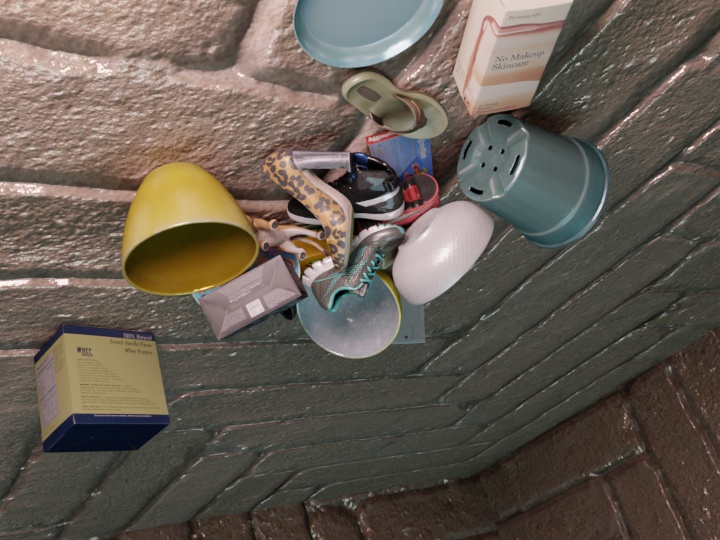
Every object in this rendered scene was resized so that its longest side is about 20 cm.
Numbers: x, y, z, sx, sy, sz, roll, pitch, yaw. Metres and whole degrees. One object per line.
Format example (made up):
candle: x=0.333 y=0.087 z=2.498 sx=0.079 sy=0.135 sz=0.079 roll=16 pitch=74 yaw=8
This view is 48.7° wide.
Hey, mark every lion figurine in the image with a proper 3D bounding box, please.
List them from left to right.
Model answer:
lion figurine: x=-0.155 y=-0.059 z=1.317 sx=0.122 sy=0.073 sz=0.199 roll=12 pitch=173 yaw=43

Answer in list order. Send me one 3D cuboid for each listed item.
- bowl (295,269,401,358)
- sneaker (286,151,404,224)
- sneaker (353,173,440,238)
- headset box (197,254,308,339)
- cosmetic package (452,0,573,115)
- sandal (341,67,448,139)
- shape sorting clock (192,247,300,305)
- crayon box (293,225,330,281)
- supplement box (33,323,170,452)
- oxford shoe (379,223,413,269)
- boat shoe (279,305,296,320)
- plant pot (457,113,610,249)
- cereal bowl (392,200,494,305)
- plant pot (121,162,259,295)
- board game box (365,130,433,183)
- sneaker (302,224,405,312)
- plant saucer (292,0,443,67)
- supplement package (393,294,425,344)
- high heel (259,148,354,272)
bowl: x=-0.010 y=0.052 z=1.479 sx=0.200 sy=0.200 sz=0.108 roll=-34 pitch=-169 yaw=29
sneaker: x=-0.032 y=-0.140 z=1.293 sx=0.198 sy=0.073 sz=0.112 roll=-2 pitch=131 yaw=12
sneaker: x=0.050 y=-0.094 z=1.380 sx=0.199 sy=0.074 sz=0.087 roll=-19 pitch=156 yaw=13
headset box: x=-0.170 y=0.045 z=1.311 sx=0.148 sy=0.075 sz=0.200 roll=-28 pitch=178 yaw=-1
cosmetic package: x=0.202 y=-0.315 z=1.088 sx=0.102 sy=0.088 sz=0.200 roll=-12 pitch=152 yaw=-11
sandal: x=0.052 y=-0.232 z=1.174 sx=0.200 sy=0.058 sz=0.080 roll=14 pitch=134 yaw=-42
shape sorting clock: x=-0.205 y=0.008 z=1.403 sx=0.198 sy=0.039 sz=0.201 roll=-3 pitch=121 yaw=-6
crayon box: x=-0.060 y=-0.024 z=1.508 sx=0.126 sy=0.051 sz=0.200 roll=-16 pitch=153 yaw=-5
supplement box: x=-0.500 y=0.229 z=1.533 sx=0.199 sy=0.201 sz=0.134 roll=11 pitch=141 yaw=-45
oxford shoe: x=0.082 y=-0.054 z=1.465 sx=0.070 sy=0.074 sz=0.199 roll=1 pitch=-165 yaw=42
boat shoe: x=-0.168 y=0.025 z=1.478 sx=0.073 sy=0.065 sz=0.200 roll=-17 pitch=142 yaw=26
plant pot: x=0.280 y=-0.160 z=1.336 sx=0.195 sy=0.201 sz=0.200 roll=19 pitch=136 yaw=-38
cereal bowl: x=0.124 y=-0.043 z=1.334 sx=0.083 sy=0.201 sz=0.200 roll=43 pitch=124 yaw=-13
plant pot: x=-0.263 y=-0.074 z=1.181 sx=0.198 sy=0.143 sz=0.200 roll=-15 pitch=154 yaw=-8
board game box: x=0.071 y=-0.176 z=1.340 sx=0.102 sy=0.020 sz=0.200 roll=-16 pitch=153 yaw=0
sneaker: x=0.000 y=0.000 z=1.338 sx=0.199 sy=0.092 sz=0.077 roll=-35 pitch=154 yaw=18
plant saucer: x=0.009 y=-0.335 z=0.994 sx=0.198 sy=0.028 sz=0.201 roll=-15 pitch=153 yaw=-8
supplement package: x=0.027 y=0.098 z=1.679 sx=0.199 sy=0.118 sz=0.117 roll=2 pitch=175 yaw=-36
high heel: x=-0.083 y=-0.093 z=1.244 sx=0.141 sy=0.071 sz=0.202 roll=1 pitch=111 yaw=5
